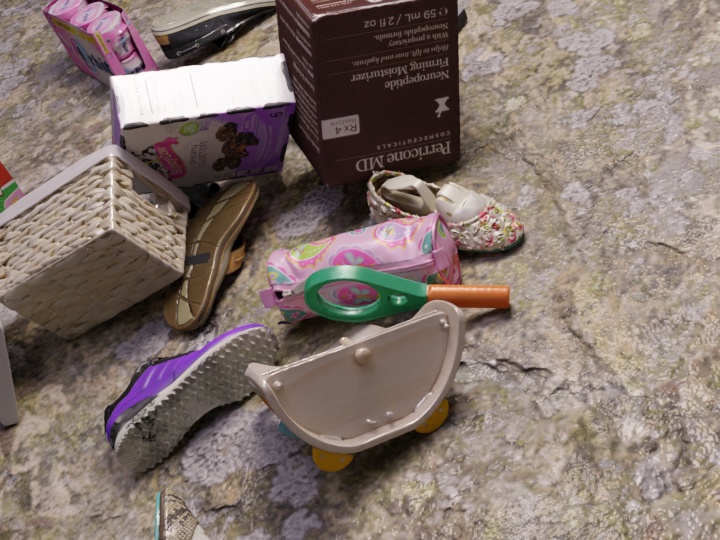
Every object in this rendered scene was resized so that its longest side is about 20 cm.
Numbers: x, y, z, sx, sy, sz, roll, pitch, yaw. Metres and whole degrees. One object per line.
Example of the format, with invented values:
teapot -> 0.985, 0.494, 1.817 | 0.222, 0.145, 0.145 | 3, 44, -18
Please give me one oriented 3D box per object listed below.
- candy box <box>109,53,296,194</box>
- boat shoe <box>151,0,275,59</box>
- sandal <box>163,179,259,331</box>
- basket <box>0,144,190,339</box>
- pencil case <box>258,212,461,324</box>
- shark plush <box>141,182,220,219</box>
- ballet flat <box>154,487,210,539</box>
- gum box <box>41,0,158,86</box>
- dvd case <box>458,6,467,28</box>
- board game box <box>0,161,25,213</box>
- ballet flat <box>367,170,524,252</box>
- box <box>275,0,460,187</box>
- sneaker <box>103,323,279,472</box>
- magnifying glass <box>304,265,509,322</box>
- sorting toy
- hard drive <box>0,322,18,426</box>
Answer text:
candy box -> -0.186, -0.166, 1.493 | 0.200, 0.168, 0.072 | -11, 69, -14
boat shoe -> -0.209, -0.363, 1.891 | 0.200, 0.062, 0.075 | -24, 29, -21
sandal -> -0.163, -0.013, 1.464 | 0.080, 0.054, 0.200 | -4, 57, 36
basket -> -0.305, -0.025, 1.457 | 0.200, 0.136, 0.124 | -28, 50, 24
pencil case -> 0.000, 0.000, 1.309 | 0.200, 0.088, 0.088 | -12, 40, 19
shark plush -> -0.214, -0.109, 1.593 | 0.083, 0.091, 0.200 | -9, 23, -28
ballet flat -> -0.153, 0.280, 1.107 | 0.075, 0.068, 0.200 | 2, 48, 3
gum box -> -0.388, -0.344, 1.933 | 0.066, 0.114, 0.200 | -40, 39, -16
dvd case -> 0.023, -0.298, 1.699 | 0.200, 0.025, 0.150 | 11, 52, 39
board game box -> -0.490, -0.072, 1.605 | 0.040, 0.200, 0.153 | -2, 45, 30
ballet flat -> 0.079, -0.065, 1.358 | 0.200, 0.064, 0.076 | 13, 51, 40
box -> 0.008, -0.228, 1.440 | 0.166, 0.200, 0.164 | -13, 32, -14
sneaker -> -0.181, 0.109, 1.310 | 0.200, 0.070, 0.099 | -36, 35, -12
magnifying glass -> 0.045, 0.023, 1.253 | 0.200, 0.080, 0.022 | 2, 56, 6
sorting toy -> -0.021, 0.095, 1.209 | 0.200, 0.107, 0.180 | -19, 18, -20
hard drive -> -0.422, 0.065, 1.461 | 0.025, 0.132, 0.200 | -11, 33, -17
